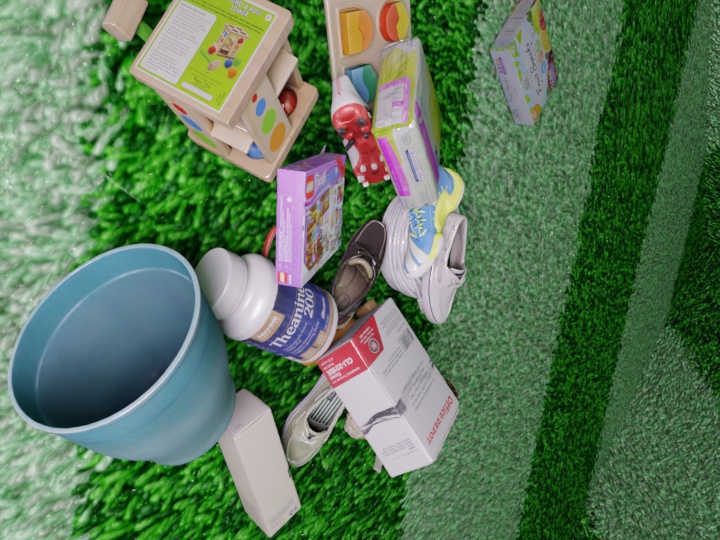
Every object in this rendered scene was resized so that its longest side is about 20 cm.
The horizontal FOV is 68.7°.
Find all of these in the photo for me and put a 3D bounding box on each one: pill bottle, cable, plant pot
[{"bbox_3d":[-0.127,0.047,0.710,0.198,0.109,0.114,31,80,-47],"label":"pill bottle"},{"bbox_3d":[0.112,-0.054,0.968,0.203,0.068,0.201,-56,134,-19],"label":"cable"},{"bbox_3d":[-0.227,0.113,0.575,0.201,0.196,0.191,-49,147,-23],"label":"plant pot"}]

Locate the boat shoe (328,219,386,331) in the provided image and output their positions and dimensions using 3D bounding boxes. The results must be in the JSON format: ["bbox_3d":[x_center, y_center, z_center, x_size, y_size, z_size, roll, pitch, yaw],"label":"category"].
[{"bbox_3d":[0.000,0.000,0.836,0.071,0.065,0.205,28,65,-9],"label":"boat shoe"}]

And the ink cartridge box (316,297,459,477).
[{"bbox_3d":[0.047,0.169,0.778,0.203,0.083,0.144,56,34,-2],"label":"ink cartridge box"}]

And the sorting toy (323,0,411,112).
[{"bbox_3d":[0.024,-0.334,0.806,0.183,0.036,0.207,-31,123,-37],"label":"sorting toy"}]

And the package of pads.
[{"bbox_3d":[0.072,-0.220,0.776,0.156,0.066,0.206,59,30,-48],"label":"package of pads"}]

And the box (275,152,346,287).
[{"bbox_3d":[-0.063,-0.078,0.715,0.200,0.038,0.142,-54,150,-69],"label":"box"}]

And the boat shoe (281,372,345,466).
[{"bbox_3d":[-0.074,0.234,0.817,0.204,0.070,0.062,-61,-176,20],"label":"boat shoe"}]

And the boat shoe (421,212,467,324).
[{"bbox_3d":[0.156,0.000,0.931,0.070,0.064,0.209,-5,105,-44],"label":"boat shoe"}]

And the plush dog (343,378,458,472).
[{"bbox_3d":[0.091,0.266,0.940,0.196,0.172,0.164,-23,76,-39],"label":"plush dog"}]

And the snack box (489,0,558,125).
[{"bbox_3d":[0.350,-0.435,1.113,0.145,0.052,0.201,-57,136,-15],"label":"snack box"}]

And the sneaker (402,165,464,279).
[{"bbox_3d":[0.094,-0.092,0.854,0.104,0.075,0.205,36,65,-22],"label":"sneaker"}]

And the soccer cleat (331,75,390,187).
[{"bbox_3d":[0.003,-0.198,0.775,0.200,0.066,0.088,48,28,-64],"label":"soccer cleat"}]

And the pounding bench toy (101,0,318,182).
[{"bbox_3d":[-0.166,-0.217,0.586,0.127,0.195,0.156,-60,168,-8],"label":"pounding bench toy"}]

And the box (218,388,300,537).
[{"bbox_3d":[-0.154,0.286,0.782,0.067,0.081,0.207,-31,125,-35],"label":"box"}]

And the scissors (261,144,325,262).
[{"bbox_3d":[-0.096,-0.093,0.770,0.072,0.014,0.208,12,94,-49],"label":"scissors"}]

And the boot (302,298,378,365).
[{"bbox_3d":[0.005,0.147,0.867,0.199,0.071,0.146,-31,83,-42],"label":"boot"}]
